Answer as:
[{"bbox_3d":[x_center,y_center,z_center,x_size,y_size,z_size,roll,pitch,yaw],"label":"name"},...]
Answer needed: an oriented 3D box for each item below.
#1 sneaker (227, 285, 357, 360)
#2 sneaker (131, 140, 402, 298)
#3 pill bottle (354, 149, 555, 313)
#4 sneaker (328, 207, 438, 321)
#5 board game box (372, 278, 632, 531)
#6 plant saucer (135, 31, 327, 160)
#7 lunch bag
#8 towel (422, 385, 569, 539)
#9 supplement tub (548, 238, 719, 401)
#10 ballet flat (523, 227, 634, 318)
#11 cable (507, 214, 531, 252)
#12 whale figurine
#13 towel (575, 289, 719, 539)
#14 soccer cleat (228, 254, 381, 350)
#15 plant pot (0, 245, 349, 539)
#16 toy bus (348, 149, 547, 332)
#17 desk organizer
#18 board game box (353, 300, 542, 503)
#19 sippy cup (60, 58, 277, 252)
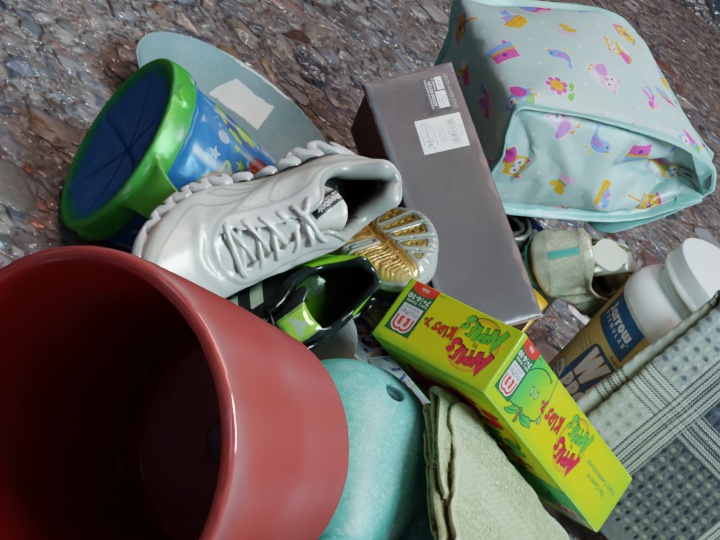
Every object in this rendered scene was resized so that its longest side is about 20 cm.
[{"bbox_3d":[-0.102,0.040,1.178,0.198,0.078,0.082,14,1,-33],"label":"sneaker"},{"bbox_3d":[-0.058,-0.029,1.108,0.199,0.076,0.081,-30,23,-33],"label":"sneaker"},{"bbox_3d":[0.078,-0.034,1.488,0.200,0.111,0.111,45,24,13],"label":"pill bottle"},{"bbox_3d":[0.000,0.000,1.232,0.075,0.089,0.200,-12,19,-21],"label":"sneaker"},{"bbox_3d":[0.097,0.092,1.159,0.101,0.048,0.200,27,-16,41],"label":"board game box"},{"bbox_3d":[-0.111,-0.120,1.461,0.200,0.039,0.202,32,25,-17],"label":"plant saucer"},{"bbox_3d":[0.169,-0.123,1.373,0.198,0.123,0.171,5,39,-22],"label":"lunch bag"},{"bbox_3d":[0.091,0.180,1.099,0.201,0.036,0.149,55,24,-40],"label":"towel"},{"bbox_3d":[0.232,0.088,1.376,0.144,0.200,0.145,32,26,-18],"label":"supplement tub"},{"bbox_3d":[0.187,0.001,1.387,0.200,0.062,0.068,6,71,-67],"label":"ballet flat"},{"bbox_3d":[0.082,-0.086,1.394,0.096,0.051,0.201,11,28,-16],"label":"cable"},{"bbox_3d":[-0.006,0.131,1.079,0.158,0.104,0.201,32,23,-16],"label":"whale figurine"},{"bbox_3d":[0.253,0.137,1.299,0.193,0.200,0.035,45,12,-18],"label":"towel"},{"bbox_3d":[-0.069,0.046,1.089,0.200,0.081,0.068,-39,102,-35],"label":"soccer cleat"},{"bbox_3d":[-0.106,0.092,0.921,0.201,0.201,0.177,49,17,23],"label":"plant pot"},{"bbox_3d":[0.045,-0.011,1.345,0.200,0.065,0.078,42,-17,6],"label":"toy bus"},{"bbox_3d":[0.058,-0.039,1.272,0.071,0.077,0.202,-14,74,-15],"label":"desk organizer"},{"bbox_3d":[0.049,0.103,1.306,0.200,0.029,0.134,48,26,20],"label":"board game box"},{"bbox_3d":[-0.120,-0.058,1.226,0.130,0.139,0.179,32,46,-29],"label":"sippy cup"}]
